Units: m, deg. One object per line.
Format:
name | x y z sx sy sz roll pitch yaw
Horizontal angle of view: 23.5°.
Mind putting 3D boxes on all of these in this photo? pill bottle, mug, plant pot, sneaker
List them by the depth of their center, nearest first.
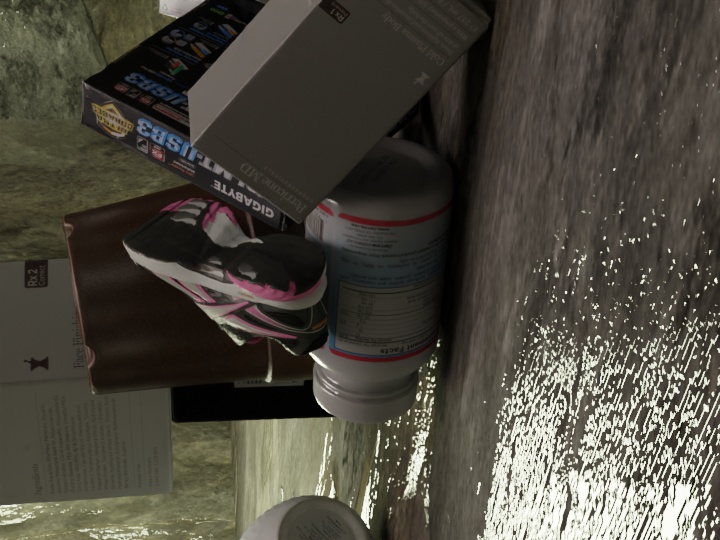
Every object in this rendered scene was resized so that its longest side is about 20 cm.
sneaker | -0.100 0.014 1.290 0.199 0.080 0.087 24 137 44
pill bottle | 0.010 0.010 1.303 0.109 0.108 0.202 -103 15 -57
plant pot | -0.140 0.012 1.440 0.200 0.196 0.202 170 90 -81
mug | -0.040 0.314 1.634 0.201 0.147 0.176 53 149 21

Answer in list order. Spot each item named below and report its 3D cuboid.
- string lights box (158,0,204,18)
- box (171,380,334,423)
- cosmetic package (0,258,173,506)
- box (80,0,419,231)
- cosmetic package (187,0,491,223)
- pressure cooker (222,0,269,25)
string lights box | -0.117 -0.313 1.490 0.059 0.102 0.202 -31 -48 -51
box | -0.096 0.075 1.727 0.197 0.198 0.125 -142 52 -80
cosmetic package | -0.278 0.102 1.617 0.166 0.198 0.166 -103 12 -47
box | -0.083 -0.135 1.368 0.198 0.199 0.050 -45 -27 -42
cosmetic package | -0.019 -0.143 1.182 0.200 0.106 0.090 -48 26 19
pressure cooker | -0.024 -0.262 1.320 0.177 0.177 0.201 -77 -5 -52
